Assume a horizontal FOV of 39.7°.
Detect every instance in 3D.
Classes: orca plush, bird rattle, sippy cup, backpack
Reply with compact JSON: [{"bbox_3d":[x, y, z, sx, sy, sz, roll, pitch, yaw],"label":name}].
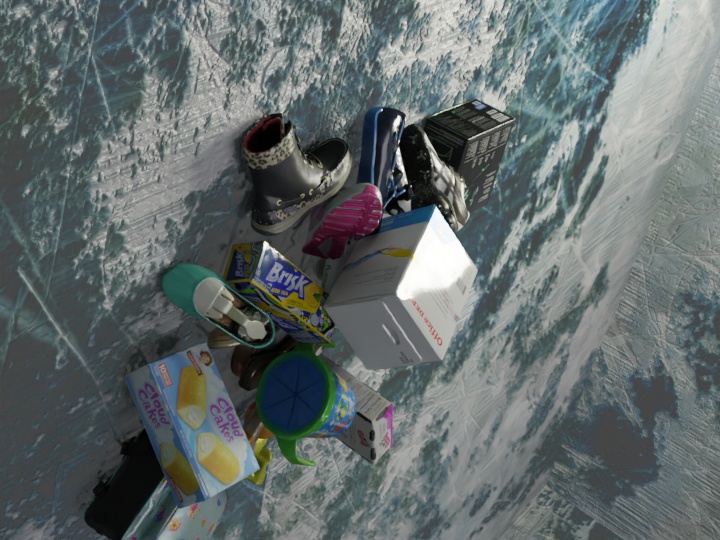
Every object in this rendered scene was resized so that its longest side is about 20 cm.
[{"bbox_3d":[0.035,-0.159,1.625,0.070,0.106,0.201,-19,148,-7],"label":"orca plush"},{"bbox_3d":[-0.150,0.250,1.651,0.200,0.113,0.163,-45,169,-18],"label":"bird rattle"},{"bbox_3d":[-0.075,0.206,1.568,0.178,0.140,0.130,-51,148,5],"label":"sippy cup"},{"bbox_3d":[-0.289,0.346,1.499,0.177,0.152,0.200,-59,162,-10],"label":"backpack"}]

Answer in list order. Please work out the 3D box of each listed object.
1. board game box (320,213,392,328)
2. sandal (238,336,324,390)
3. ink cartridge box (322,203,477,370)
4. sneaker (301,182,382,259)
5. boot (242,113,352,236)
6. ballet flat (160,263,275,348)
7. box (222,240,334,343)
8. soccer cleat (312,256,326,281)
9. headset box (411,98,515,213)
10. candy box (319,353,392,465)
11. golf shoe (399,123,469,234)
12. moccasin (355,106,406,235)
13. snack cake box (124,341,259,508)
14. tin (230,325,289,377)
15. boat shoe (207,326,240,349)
[{"bbox_3d":[0.000,0.000,1.645,0.125,0.034,0.202,15,86,-38],"label":"board game box"},{"bbox_3d":[-0.115,0.150,1.620,0.199,0.054,0.082,-21,136,-51],"label":"sandal"},{"bbox_3d":[0.064,0.029,1.548,0.148,0.144,0.201,55,42,-27],"label":"ink cartridge box"},{"bbox_3d":[-0.031,-0.093,1.512,0.200,0.081,0.089,-35,-134,54],"label":"sneaker"},{"bbox_3d":[-0.086,-0.161,1.402,0.204,0.073,0.155,-45,148,-30],"label":"boot"},{"bbox_3d":[-0.186,0.050,1.378,0.200,0.070,0.068,38,75,-43],"label":"ballet flat"},{"bbox_3d":[-0.115,0.035,1.474,0.200,0.064,0.071,42,53,-44],"label":"box"},{"bbox_3d":[-0.006,-0.019,1.709,0.199,0.077,0.070,-16,104,-35],"label":"soccer cleat"},{"bbox_3d":[0.177,-0.188,1.818,0.174,0.092,0.201,-29,142,-47],"label":"headset box"},{"bbox_3d":[-0.035,0.239,1.775,0.061,0.199,0.137,-42,150,-29],"label":"candy box"},{"bbox_3d":[0.125,-0.157,1.697,0.094,0.077,0.202,-27,102,-43],"label":"golf shoe"},{"bbox_3d":[0.038,-0.148,1.530,0.068,0.081,0.202,-3,118,-22],"label":"moccasin"},{"bbox_3d":[-0.235,0.215,1.399,0.067,0.202,0.115,-26,177,39],"label":"snack cake box"},{"bbox_3d":[-0.133,0.111,1.651,0.200,0.042,0.113,-38,152,-37],"label":"tin"},{"bbox_3d":[-0.164,0.062,1.521,0.200,0.071,0.065,-31,109,-49],"label":"boat shoe"}]
